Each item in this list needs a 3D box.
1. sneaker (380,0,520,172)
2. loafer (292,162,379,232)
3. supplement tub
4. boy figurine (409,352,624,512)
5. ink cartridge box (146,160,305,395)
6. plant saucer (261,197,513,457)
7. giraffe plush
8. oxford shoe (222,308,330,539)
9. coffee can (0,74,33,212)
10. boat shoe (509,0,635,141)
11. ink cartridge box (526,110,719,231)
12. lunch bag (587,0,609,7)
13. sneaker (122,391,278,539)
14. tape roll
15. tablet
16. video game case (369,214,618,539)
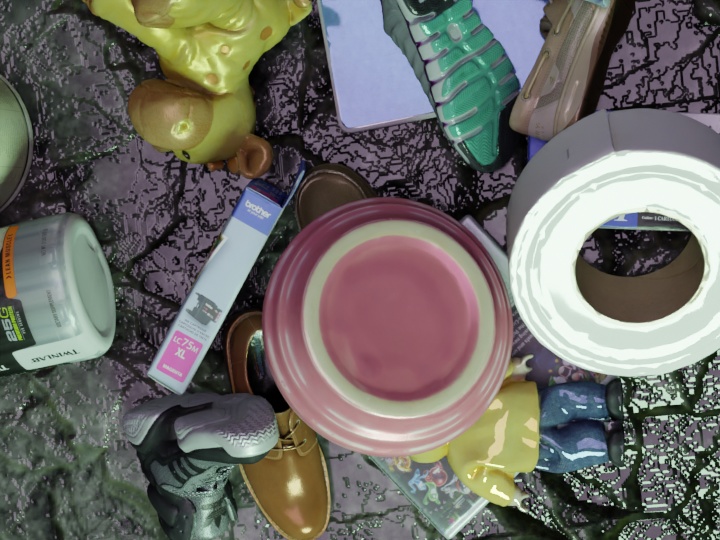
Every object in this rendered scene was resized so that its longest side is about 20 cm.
[{"bbox_3d":[0.066,-0.176,1.301,0.074,0.087,0.202,-30,112,-18],"label":"sneaker"},{"bbox_3d":[0.000,0.000,1.306,0.076,0.067,0.201,-27,75,10],"label":"loafer"},{"bbox_3d":[-0.312,0.030,1.336,0.198,0.123,0.124,-13,91,8],"label":"supplement tub"},{"bbox_3d":[0.113,0.131,1.293,0.198,0.064,0.126,-5,89,8],"label":"boy figurine"},{"bbox_3d":[-0.105,-0.005,1.306,0.042,0.119,0.201,31,96,-4],"label":"ink cartridge box"},{"bbox_3d":[0.025,0.040,1.238,0.198,0.051,0.203,2,79,-12],"label":"plant saucer"},{"bbox_3d":[-0.134,-0.162,1.303,0.198,0.172,0.164,4,106,-24],"label":"giraffe plush"},{"bbox_3d":[-0.068,0.134,1.327,0.071,0.071,0.202,-18,100,-12],"label":"oxford shoe"},{"bbox_3d":[-0.362,-0.105,1.295,0.145,0.200,0.148,0,93,8],"label":"coffee can"},{"bbox_3d":[0.171,-0.195,1.275,0.064,0.072,0.202,15,78,20],"label":"boat shoe"},{"bbox_3d":[0.233,-0.079,1.298,0.198,0.044,0.095,2,92,7],"label":"ink cartridge box"},{"bbox_3d":[0.124,-0.316,1.242,0.199,0.127,0.171,27,90,42],"label":"lunch bag"},{"bbox_3d":[-0.118,0.162,1.303,0.075,0.199,0.115,-20,101,-33],"label":"sneaker"},{"bbox_3d":[0.210,-0.020,1.239,0.200,0.071,0.204,2,122,3],"label":"tape roll"},{"bbox_3d":[0.068,-0.194,1.329,0.198,0.014,0.132,-10,92,9],"label":"tablet"},{"bbox_3d":[0.081,0.088,1.338,0.200,0.023,0.182,-44,87,7],"label":"video game case"}]
